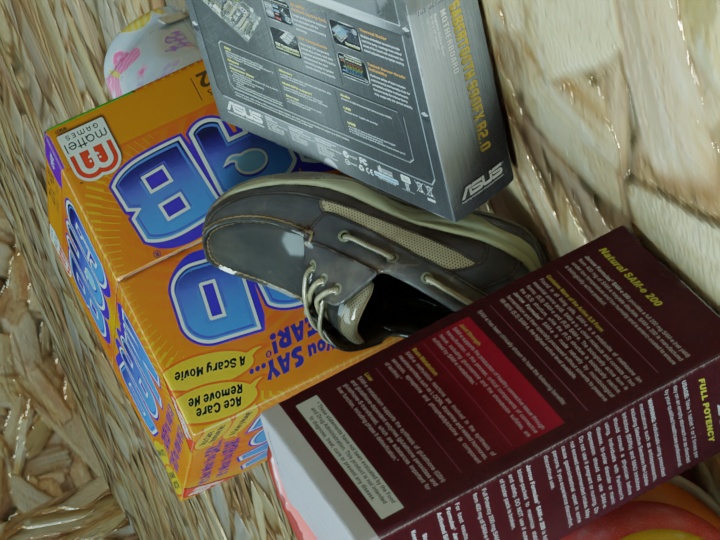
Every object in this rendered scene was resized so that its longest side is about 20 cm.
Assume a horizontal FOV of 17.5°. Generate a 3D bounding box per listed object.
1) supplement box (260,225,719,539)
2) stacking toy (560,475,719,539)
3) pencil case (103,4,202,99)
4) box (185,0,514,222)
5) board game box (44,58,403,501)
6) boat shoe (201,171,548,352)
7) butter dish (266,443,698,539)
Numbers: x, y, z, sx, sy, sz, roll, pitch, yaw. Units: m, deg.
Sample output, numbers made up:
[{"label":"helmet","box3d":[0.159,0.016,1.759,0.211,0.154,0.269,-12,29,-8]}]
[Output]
[{"label":"supplement box","box3d":[0.068,0.068,1.062,0.109,0.199,0.061,49,162,49]},{"label":"stacking toy","box3d":[0.134,0.157,1.057,0.147,0.145,0.200,64,172,3]},{"label":"pencil case","box3d":[-0.119,-0.128,1.700,0.083,0.091,0.200,31,-173,-30]},{"label":"box","box3d":[-0.016,-0.128,1.236,0.199,0.048,0.159,24,140,43]},{"label":"board game box","box3d":[-0.061,-0.008,1.430,0.201,0.199,0.200,62,167,11]},{"label":"boat shoe","box3d":[0.000,0.000,1.261,0.199,0.074,0.075,8,139,21]},{"label":"butter dish","box3d":[0.080,0.127,1.241,0.201,0.199,0.148,64,-169,-4]}]
